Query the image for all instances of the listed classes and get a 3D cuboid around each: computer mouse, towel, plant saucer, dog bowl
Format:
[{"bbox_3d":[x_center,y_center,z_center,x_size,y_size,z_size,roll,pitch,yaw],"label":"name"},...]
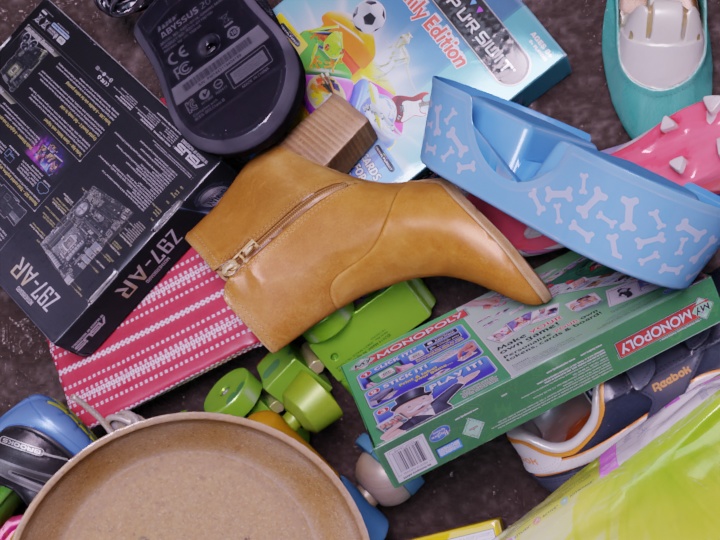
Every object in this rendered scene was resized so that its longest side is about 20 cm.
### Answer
[{"bbox_3d":[-0.086,-0.147,0.777,0.138,0.053,0.200,-30,59,10],"label":"computer mouse"},{"bbox_3d":[-0.156,-0.007,0.818,0.144,0.022,0.200,-27,66,10],"label":"towel"},{"bbox_3d":[-0.092,0.174,0.661,0.200,0.035,0.201,-1,93,-12],"label":"plant saucer"},{"bbox_3d":[0.111,-0.049,0.662,0.200,0.111,0.050,36,109,43],"label":"dog bowl"}]

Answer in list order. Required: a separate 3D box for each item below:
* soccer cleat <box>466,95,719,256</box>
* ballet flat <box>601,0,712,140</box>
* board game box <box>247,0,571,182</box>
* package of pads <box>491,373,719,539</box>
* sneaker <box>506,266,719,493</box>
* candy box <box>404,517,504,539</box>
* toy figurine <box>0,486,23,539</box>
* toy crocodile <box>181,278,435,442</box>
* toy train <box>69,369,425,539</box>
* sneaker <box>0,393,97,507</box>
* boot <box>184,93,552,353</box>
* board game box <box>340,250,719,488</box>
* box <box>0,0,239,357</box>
[{"bbox_3d":[0.155,-0.047,0.747,0.200,0.076,0.067,-21,60,31],"label":"soccer cleat"},{"bbox_3d":[0.182,-0.172,0.748,0.067,0.070,0.201,-2,85,10],"label":"ballet flat"},{"bbox_3d":[0.012,-0.129,0.797,0.200,0.047,0.151,-39,78,8],"label":"board game box"},{"bbox_3d":[0.174,0.166,0.662,0.200,0.068,0.155,-42,83,15],"label":"package of pads"},{"bbox_3d":[0.171,0.054,0.715,0.079,0.078,0.200,40,96,-21],"label":"sneaker"},{"bbox_3d":[0.007,0.230,0.776,0.200,0.026,0.102,-16,82,13],"label":"candy box"},{"bbox_3d":[-0.209,0.260,0.795,0.184,0.150,0.200,37,69,1],"label":"toy figurine"},{"bbox_3d":[-0.039,0.065,0.789,0.200,0.062,0.068,-40,117,5],"label":"toy crocodile"},{"bbox_3d":[-0.061,0.104,0.730,0.116,0.085,0.200,-46,103,-11],"label":"toy train"},{"bbox_3d":[-0.169,0.169,0.770,0.083,0.071,0.200,-38,111,-9],"label":"sneaker"},{"bbox_3d":[-0.001,-0.001,0.727,0.201,0.071,0.144,41,88,23],"label":"boot"},{"bbox_3d":[0.091,0.043,0.701,0.200,0.135,0.029,-27,106,-1],"label":"board game box"},{"bbox_3d":[-0.198,-0.066,0.815,0.200,0.044,0.160,41,89,25],"label":"box"}]
